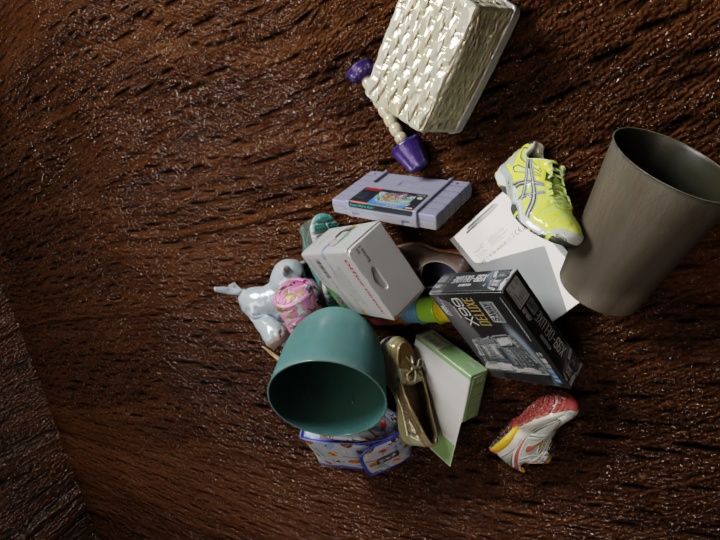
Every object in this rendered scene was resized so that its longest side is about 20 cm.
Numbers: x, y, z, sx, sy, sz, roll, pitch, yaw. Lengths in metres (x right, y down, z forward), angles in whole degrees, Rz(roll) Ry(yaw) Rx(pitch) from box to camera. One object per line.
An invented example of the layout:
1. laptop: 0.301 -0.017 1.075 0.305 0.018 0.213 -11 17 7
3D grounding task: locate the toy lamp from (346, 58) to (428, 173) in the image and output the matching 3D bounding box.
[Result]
1. toy lamp: 0.048 -0.255 0.913 0.058 0.058 0.201 -33 86 41

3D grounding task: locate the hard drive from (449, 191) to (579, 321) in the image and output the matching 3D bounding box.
1. hard drive: 0.251 -0.014 0.853 0.132 0.027 0.200 -44 78 30

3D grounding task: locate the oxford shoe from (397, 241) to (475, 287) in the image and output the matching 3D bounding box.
1. oxford shoe: 0.103 -0.008 0.953 0.199 0.073 0.072 1 107 38

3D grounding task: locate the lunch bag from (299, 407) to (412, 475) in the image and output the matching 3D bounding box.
1. lunch bag: 0.000 0.326 1.082 0.198 0.125 0.170 2 146 12

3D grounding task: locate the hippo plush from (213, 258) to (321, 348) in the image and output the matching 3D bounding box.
1. hippo plush: -0.163 0.049 1.166 0.161 0.159 0.200 -45 84 12

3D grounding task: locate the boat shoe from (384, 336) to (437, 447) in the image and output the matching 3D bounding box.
1. boat shoe: 0.095 0.214 0.978 0.062 0.073 0.202 -9 97 48

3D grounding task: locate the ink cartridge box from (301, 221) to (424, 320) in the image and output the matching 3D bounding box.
1. ink cartridge box: 0.000 0.000 0.957 0.145 0.084 0.200 54 159 -17

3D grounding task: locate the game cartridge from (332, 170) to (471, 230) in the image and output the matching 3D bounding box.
1. game cartridge: 0.066 -0.121 0.901 0.199 0.130 0.039 13 125 33

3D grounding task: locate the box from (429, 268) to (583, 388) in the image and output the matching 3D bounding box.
1. box: 0.219 0.088 0.839 0.200 0.050 0.157 51 154 -20

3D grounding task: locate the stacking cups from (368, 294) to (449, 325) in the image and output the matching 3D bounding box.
1. stacking cups: 0.101 0.077 1.001 0.199 0.060 0.061 -14 98 43

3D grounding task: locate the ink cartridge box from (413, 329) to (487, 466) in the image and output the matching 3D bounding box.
1. ink cartridge box: 0.147 0.230 1.002 0.145 0.048 0.201 35 128 45

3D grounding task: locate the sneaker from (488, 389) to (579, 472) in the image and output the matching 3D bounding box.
1. sneaker: 0.301 0.269 0.912 0.082 0.078 0.200 42 137 13

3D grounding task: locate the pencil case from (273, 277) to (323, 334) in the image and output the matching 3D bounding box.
1. pencil case: -0.094 0.109 1.075 0.086 0.083 0.201 -23 122 1

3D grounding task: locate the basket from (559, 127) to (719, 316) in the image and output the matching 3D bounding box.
1. basket: 0.349 -0.050 0.701 0.135 0.181 0.201 6 128 -9

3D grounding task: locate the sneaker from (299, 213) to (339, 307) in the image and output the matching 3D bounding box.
1. sneaker: -0.072 -0.014 1.102 0.091 0.077 0.202 2 106 54

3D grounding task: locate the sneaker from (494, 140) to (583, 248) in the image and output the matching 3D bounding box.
1. sneaker: 0.247 -0.109 0.748 0.077 0.075 0.201 -59 32 32

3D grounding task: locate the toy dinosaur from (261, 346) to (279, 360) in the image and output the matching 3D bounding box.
1. toy dinosaur: -0.135 0.219 1.250 0.199 0.060 0.107 -11 76 35

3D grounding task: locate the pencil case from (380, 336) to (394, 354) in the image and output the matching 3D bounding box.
1. pencil case: 0.011 0.201 1.095 0.200 0.090 0.084 -33 49 39

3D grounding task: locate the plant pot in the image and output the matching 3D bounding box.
1. plant pot: -0.048 0.161 0.956 0.199 0.162 0.202 3 131 4

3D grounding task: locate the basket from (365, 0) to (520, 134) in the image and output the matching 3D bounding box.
1. basket: 0.112 -0.312 0.796 0.135 0.123 0.201 39 127 21
